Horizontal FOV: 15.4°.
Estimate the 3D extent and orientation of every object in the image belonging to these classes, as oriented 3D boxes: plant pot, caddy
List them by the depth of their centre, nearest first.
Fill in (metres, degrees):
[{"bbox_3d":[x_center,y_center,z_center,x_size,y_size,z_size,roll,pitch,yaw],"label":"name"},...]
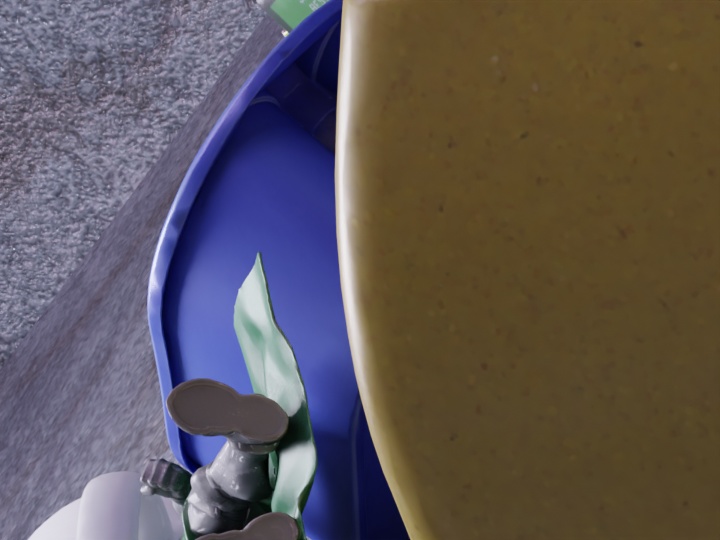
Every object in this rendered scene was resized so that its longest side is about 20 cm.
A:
[{"bbox_3d":[0.100,-0.027,0.577,0.193,0.201,0.196,-14,32,28],"label":"plant pot"},{"bbox_3d":[0.000,0.000,0.832,0.141,0.105,0.201,-46,-24,-26],"label":"caddy"}]

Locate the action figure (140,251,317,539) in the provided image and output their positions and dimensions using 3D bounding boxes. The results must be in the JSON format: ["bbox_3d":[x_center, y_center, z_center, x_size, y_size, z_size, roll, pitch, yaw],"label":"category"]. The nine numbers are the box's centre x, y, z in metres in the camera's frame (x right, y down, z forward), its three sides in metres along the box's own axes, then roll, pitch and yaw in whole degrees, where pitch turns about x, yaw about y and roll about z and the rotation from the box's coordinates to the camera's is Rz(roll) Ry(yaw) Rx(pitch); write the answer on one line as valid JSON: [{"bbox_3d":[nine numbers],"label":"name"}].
[{"bbox_3d":[-0.036,0.087,0.763,0.200,0.054,0.119,102,164,-68],"label":"action figure"}]

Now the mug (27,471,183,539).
[{"bbox_3d":[-0.086,0.174,1.059,0.176,0.146,0.201,-87,-8,-58],"label":"mug"}]

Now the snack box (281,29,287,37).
[{"bbox_3d":[0.079,-0.165,1.108,0.200,0.068,0.169,-31,17,43],"label":"snack box"}]

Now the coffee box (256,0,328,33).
[{"bbox_3d":[0.054,-0.161,0.902,0.200,0.044,0.123,-50,7,-28],"label":"coffee box"}]
